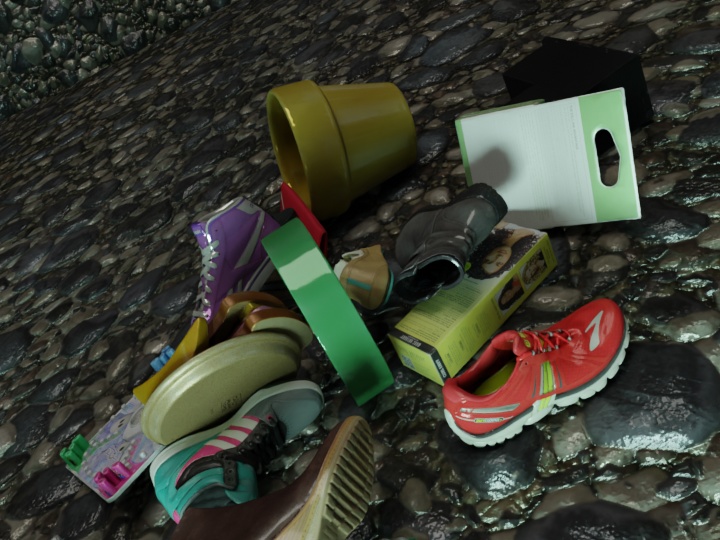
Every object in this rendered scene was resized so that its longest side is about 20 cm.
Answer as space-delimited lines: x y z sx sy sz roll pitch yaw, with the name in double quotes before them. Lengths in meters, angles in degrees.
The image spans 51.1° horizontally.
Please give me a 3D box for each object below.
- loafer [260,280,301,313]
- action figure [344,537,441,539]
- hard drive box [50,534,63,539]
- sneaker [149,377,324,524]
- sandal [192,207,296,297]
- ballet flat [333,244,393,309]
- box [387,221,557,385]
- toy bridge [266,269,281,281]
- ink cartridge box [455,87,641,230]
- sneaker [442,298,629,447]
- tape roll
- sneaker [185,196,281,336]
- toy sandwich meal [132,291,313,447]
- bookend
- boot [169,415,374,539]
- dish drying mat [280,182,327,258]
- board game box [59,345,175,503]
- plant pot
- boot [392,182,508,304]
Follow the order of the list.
"loafer" -0.114 0.044 0.997 0.196 0.064 0.072 -9 6 22
"action figure" -0.016 0.263 0.621 0.196 0.055 0.119 -20 31 6
"hard drive box" -0.317 0.372 0.678 0.199 0.078 0.155 -41 35 -16
"sneaker" -0.111 0.195 0.754 0.197 0.085 0.121 -30 36 -9
"sandal" -0.156 -0.038 1.022 0.075 0.048 0.201 -15 26 48
"ballet flat" 0.000 0.000 0.876 0.062 0.070 0.200 15 2 -4
"box" 0.125 0.031 0.825 0.200 0.051 0.075 -44 35 -21
"toy bridge" -0.104 -0.006 0.993 0.066 0.028 0.200 -17 9 -14
"ink cartridge box" 0.217 -0.123 0.871 0.196 0.149 0.048 -5 16 31
"sneaker" 0.162 0.083 0.692 0.198 0.086 0.077 -34 33 -7
"tape roll" -0.035 0.043 0.790 0.048 0.202 0.201 -31 32 -6
"sneaker" -0.178 0.004 0.904 0.072 0.114 0.203 1 56 54
"toy sandwich meal" -0.147 0.108 0.799 0.203 0.206 0.071 -32 61 -5
"bookend" 0.248 -0.214 1.022 0.198 0.093 0.199 -35 32 -7
"boot" -0.085 0.205 0.633 0.163 0.073 0.202 -4 43 31
"dish drying mat" -0.084 -0.059 1.085 0.018 0.078 0.200 -5 27 -19
"board game box" -0.263 0.173 0.910 0.200 0.026 0.198 -48 24 -26
"plant pot" -0.023 -0.193 1.126 0.185 0.204 0.201 -19 31 -13
"boot" 0.070 -0.015 0.845 0.132 0.070 0.200 -51 5 -31
